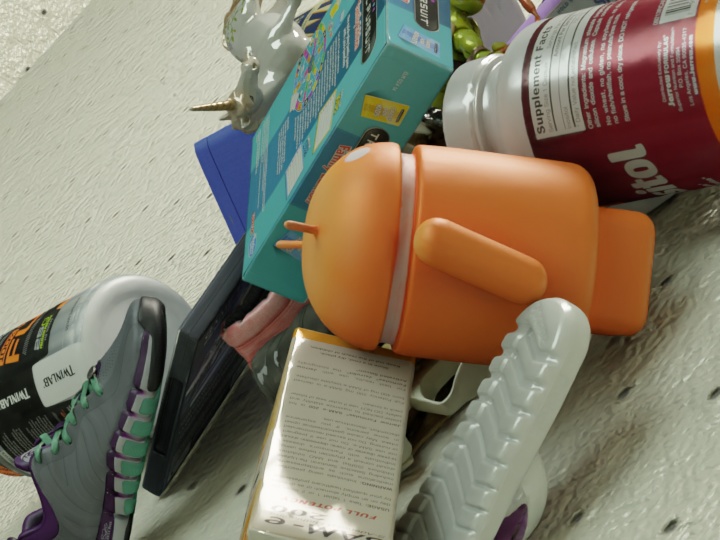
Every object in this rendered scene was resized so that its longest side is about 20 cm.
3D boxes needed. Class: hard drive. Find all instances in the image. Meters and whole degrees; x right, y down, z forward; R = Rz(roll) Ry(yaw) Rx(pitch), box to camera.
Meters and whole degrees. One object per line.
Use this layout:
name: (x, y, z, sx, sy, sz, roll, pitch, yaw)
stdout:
hard drive: (-0.035, -0.064, 1.691, 0.025, 0.132, 0.200, -25, 2, -40)

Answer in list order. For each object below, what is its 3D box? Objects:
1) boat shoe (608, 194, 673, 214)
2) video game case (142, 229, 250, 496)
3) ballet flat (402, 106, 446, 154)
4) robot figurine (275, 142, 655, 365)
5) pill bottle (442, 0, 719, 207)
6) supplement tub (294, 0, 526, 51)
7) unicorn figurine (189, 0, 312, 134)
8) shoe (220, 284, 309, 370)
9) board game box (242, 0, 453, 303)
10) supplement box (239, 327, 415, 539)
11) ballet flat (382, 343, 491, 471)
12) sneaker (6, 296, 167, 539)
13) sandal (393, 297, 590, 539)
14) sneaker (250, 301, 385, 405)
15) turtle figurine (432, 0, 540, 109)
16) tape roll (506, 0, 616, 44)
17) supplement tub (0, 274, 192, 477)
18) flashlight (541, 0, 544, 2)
boat shoe: (0.198, -0.107, 1.382, 0.200, 0.057, 0.069, -44, 17, 0)
video game case: (-0.098, 0.051, 1.591, 0.143, 0.019, 0.200, -57, -9, -37)
ballet flat: (0.050, -0.064, 1.446, 0.200, 0.072, 0.072, 25, 66, 38)
robot figurine: (0.055, -0.009, 1.243, 0.144, 0.199, 0.117, -89, 7, -53)
pill bottle: (0.151, -0.095, 1.298, 0.199, 0.113, 0.113, -10, 35, 37)
supplement tub: (0.017, -0.144, 1.727, 0.200, 0.145, 0.145, -23, 27, 49)
unicorn figurine: (-0.062, -0.169, 1.664, 0.138, 0.074, 0.200, -58, 12, 6)
shoe: (0.000, 0.000, 1.523, 0.200, 0.091, 0.071, -47, 18, -9)
board game box: (-0.009, -0.102, 1.448, 0.200, 0.047, 0.151, -56, 20, 35)
supplement box: (-0.025, 0.136, 1.205, 0.200, 0.073, 0.126, -80, 3, -63)
ballet flat: (0.024, 0.077, 1.344, 0.200, 0.069, 0.063, -47, 32, -3)
sneaker: (-0.183, 0.109, 1.543, 0.074, 0.087, 0.201, -97, 19, -75)
sandal: (0.070, 0.112, 1.166, 0.203, 0.050, 0.082, -62, 21, 10)
sneaker: (0.017, 0.018, 1.419, 0.091, 0.076, 0.200, -47, 0, 42)
turtle figurine: (0.042, -0.137, 1.563, 0.200, 0.064, 0.162, 31, 97, 47)
tape roll: (0.170, -0.146, 1.523, 0.200, 0.066, 0.200, -40, 18, 16)
supplement tub: (-0.215, 0.087, 1.758, 0.200, 0.123, 0.123, -26, 25, 45)
flashlight: (0.109, -0.255, 1.682, 0.068, 0.200, 0.068, -27, 24, 41)
